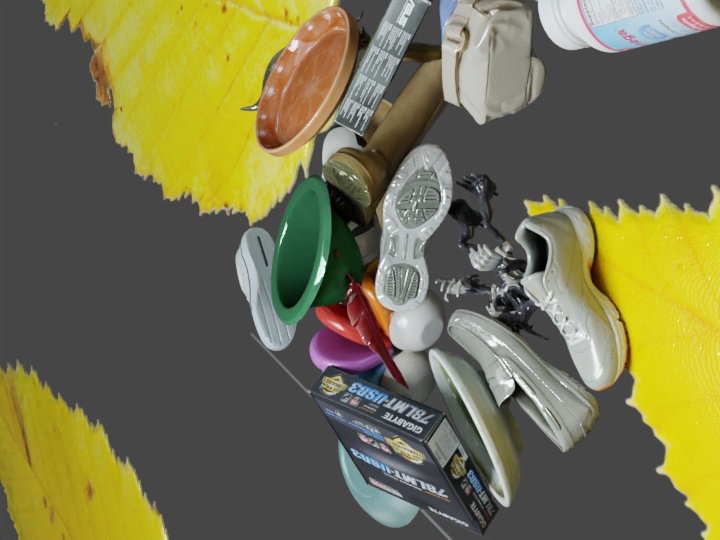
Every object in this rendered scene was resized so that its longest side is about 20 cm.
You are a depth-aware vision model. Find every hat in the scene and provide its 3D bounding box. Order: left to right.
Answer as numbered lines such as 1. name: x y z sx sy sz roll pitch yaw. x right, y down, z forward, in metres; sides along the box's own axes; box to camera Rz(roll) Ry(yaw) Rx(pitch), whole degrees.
1. hat: 0.000 0.000 1.402 0.167 0.174 0.201 -107 35 -48

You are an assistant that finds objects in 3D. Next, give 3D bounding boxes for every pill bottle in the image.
1. pill bottle: 0.264 -0.268 1.122 0.199 0.108 0.110 -4 92 56

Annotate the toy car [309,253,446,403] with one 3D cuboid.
1. toy car: 0.005 0.083 1.512 0.174 0.149 0.202 33 125 41

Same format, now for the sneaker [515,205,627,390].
1. sneaker: 0.213 0.033 1.261 0.076 0.091 0.203 -32 70 52

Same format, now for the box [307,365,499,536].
1. box: 0.052 0.220 1.445 0.199 0.050 0.200 18 146 42

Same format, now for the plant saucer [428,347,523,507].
1. plant saucer: 0.144 0.173 1.382 0.200 0.050 0.202 90 154 -76

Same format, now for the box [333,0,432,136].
1. box: 0.046 -0.288 1.394 0.194 0.047 0.201 -71 8 -49

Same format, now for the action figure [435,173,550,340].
1. action figure: 0.144 -0.001 1.352 0.119 0.101 0.202 -46 55 47

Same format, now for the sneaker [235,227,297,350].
1. sneaker: -0.144 0.035 1.822 0.071 0.072 0.202 124 138 -56

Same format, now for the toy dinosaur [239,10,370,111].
1. toy dinosaur: -0.074 -0.270 1.607 0.077 0.198 0.103 -91 -18 -75

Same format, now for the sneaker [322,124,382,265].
1. sneaker: -0.016 -0.108 1.485 0.073 0.080 0.202 -21 56 16

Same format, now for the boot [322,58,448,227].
1. boot: 0.037 -0.164 1.361 0.066 0.201 0.175 33 168 6

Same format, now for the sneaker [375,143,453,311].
1. sneaker: 0.055 -0.060 1.393 0.100 0.077 0.202 -96 20 -66

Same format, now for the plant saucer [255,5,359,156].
1. plant saucer: -0.064 -0.233 1.486 0.200 0.032 0.202 -39 37 38

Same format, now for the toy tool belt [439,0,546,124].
1. toy tool belt: 0.131 -0.272 1.300 0.123 0.124 0.202 -128 26 -46

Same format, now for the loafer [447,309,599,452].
1. loafer: 0.169 0.117 1.303 0.199 0.070 0.070 38 163 23

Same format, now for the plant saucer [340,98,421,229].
1. plant saucer: 0.031 -0.125 1.555 0.199 0.035 0.203 15 108 54

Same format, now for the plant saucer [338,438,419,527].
1. plant saucer: 0.017 0.256 1.636 0.200 0.038 0.204 12 104 55
